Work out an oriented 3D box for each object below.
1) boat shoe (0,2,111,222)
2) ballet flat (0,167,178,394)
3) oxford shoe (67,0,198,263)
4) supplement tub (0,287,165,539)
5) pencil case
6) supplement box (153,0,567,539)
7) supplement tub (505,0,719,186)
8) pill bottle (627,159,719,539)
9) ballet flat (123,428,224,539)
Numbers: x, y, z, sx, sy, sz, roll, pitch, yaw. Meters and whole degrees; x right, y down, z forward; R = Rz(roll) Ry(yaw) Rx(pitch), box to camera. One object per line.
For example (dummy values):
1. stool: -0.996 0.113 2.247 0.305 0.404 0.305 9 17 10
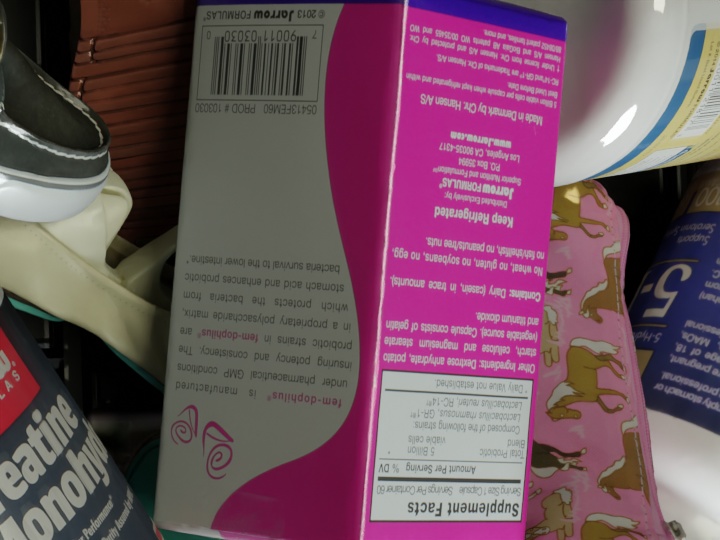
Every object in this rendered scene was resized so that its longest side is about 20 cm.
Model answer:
1. boat shoe: -0.152 -0.076 0.950 0.200 0.057 0.069 27 31 -41
2. ballet flat: -0.092 -0.003 1.061 0.200 0.069 0.070 33 71 -30
3. oxford shoe: -0.079 -0.101 1.072 0.070 0.074 0.201 -5 117 -1
4. supplement tub: -0.160 0.078 0.976 0.140 0.140 0.200 -40 108 -27
5. pencil case: 0.073 0.052 1.109 0.086 0.083 0.201 9 51 -18
6. supplement box: 0.000 0.000 1.023 0.103 0.101 0.201 8 87 -50
7. supplement tub: 0.114 -0.112 1.132 0.200 0.144 0.145 -10 93 -50
8. pill bottle: 0.154 0.062 1.182 0.120 0.120 0.200 37 69 -24
9. ballet flat: -0.057 0.158 1.090 0.065 0.070 0.201 -1 91 -58
